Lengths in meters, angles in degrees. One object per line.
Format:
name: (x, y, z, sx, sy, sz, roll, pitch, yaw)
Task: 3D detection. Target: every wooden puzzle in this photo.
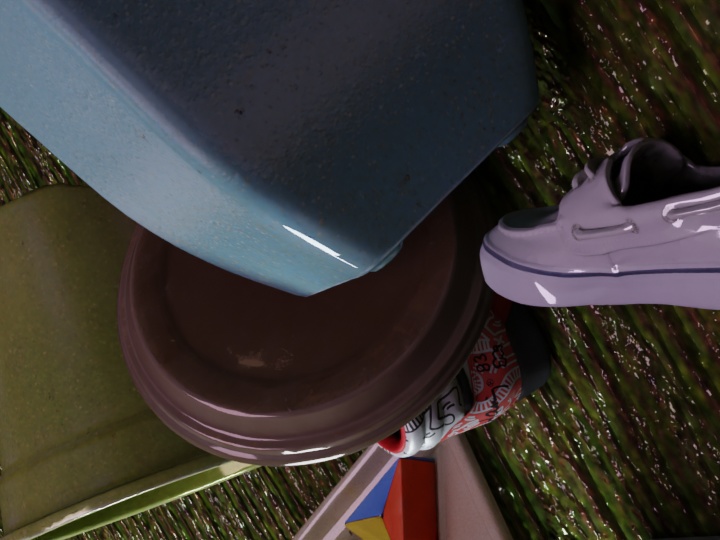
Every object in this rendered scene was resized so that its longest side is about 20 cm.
wooden puzzle: (0.021, 0.200, 1.091, 0.185, 0.046, 0.200, -52, 49, 31)

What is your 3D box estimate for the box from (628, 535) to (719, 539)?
box: (0.114, 0.246, 0.907, 0.130, 0.199, 0.200, -14, 94, 56)

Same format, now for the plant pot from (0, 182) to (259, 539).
plant pot: (-0.146, 0.045, 1.142, 0.200, 0.200, 0.185, -32, 76, 62)

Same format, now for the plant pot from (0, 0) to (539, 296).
plant pot: (-0.038, -0.100, 0.878, 0.200, 0.196, 0.196, 48, 163, -7)

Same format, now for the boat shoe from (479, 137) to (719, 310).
boat shoe: (0.124, -0.025, 0.830, 0.199, 0.073, 0.066, 0, 111, 48)

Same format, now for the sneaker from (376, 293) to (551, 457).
sneaker: (0.001, 0.000, 1.003, 0.202, 0.108, 0.067, 54, 151, 14)

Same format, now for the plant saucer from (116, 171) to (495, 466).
plant saucer: (-0.031, -0.001, 0.966, 0.200, 0.200, 0.029, 42, 172, 31)
